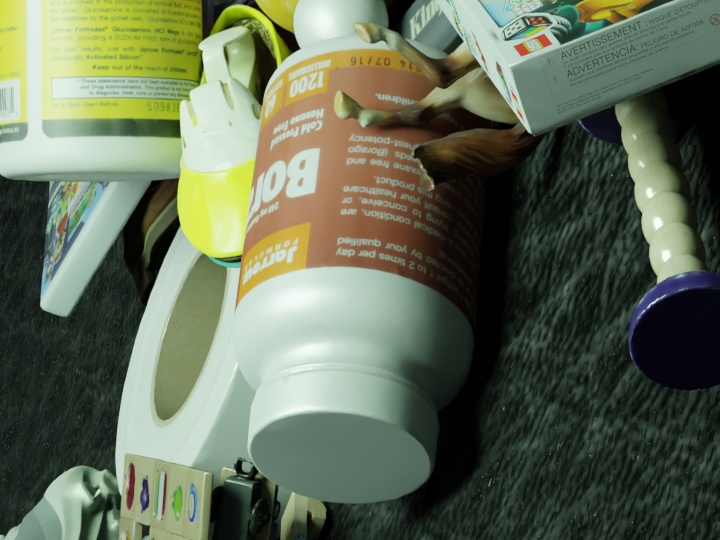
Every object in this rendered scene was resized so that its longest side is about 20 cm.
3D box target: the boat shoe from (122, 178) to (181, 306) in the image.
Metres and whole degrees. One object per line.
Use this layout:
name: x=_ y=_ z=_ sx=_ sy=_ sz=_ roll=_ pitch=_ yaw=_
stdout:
boat shoe: x=-0.107 y=-0.043 z=1.648 sx=0.068 sy=0.072 sz=0.200 roll=68 pitch=155 yaw=14

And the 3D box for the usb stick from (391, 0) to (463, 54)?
usb stick: x=0.050 y=-0.131 z=1.418 sx=0.200 sy=0.032 sz=0.056 roll=-47 pitch=29 yaw=49

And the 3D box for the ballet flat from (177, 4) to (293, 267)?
ballet flat: x=-0.065 y=-0.076 z=1.439 sx=0.200 sy=0.066 sz=0.067 roll=-85 pitch=-23 yaw=-60

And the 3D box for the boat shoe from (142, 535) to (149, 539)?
boat shoe: x=-0.134 y=0.229 z=1.534 sx=0.074 sy=0.064 sz=0.203 roll=-42 pitch=32 yaw=54

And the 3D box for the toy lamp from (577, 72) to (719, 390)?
toy lamp: x=0.115 y=-0.038 z=1.111 sx=0.058 sy=0.058 sz=0.201 roll=-58 pitch=22 yaw=34

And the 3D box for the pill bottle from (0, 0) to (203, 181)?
pill bottle: x=-0.139 y=-0.149 z=1.502 sx=0.112 sy=0.112 sz=0.201 roll=177 pitch=92 yaw=-70

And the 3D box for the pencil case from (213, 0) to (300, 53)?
pencil case: x=-0.075 y=-0.112 z=1.672 sx=0.200 sy=0.083 sz=0.091 roll=173 pitch=96 yaw=-70

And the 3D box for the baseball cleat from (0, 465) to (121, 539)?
baseball cleat: x=-0.176 y=0.183 z=1.531 sx=0.106 sy=0.070 sz=0.200 roll=-43 pitch=8 yaw=22

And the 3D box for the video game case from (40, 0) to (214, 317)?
video game case: x=-0.135 y=-0.100 z=1.664 sx=0.200 sy=0.023 sz=0.183 roll=-55 pitch=24 yaw=35

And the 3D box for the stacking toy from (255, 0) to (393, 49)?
stacking toy: x=-0.017 y=-0.171 z=1.499 sx=0.146 sy=0.145 sz=0.200 roll=-59 pitch=30 yaw=31

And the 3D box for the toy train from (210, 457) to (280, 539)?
toy train: x=-0.064 y=0.187 z=1.372 sx=0.046 sy=0.034 sz=0.201 roll=-17 pitch=-63 yaw=-68

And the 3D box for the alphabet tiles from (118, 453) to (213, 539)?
alphabet tiles: x=-0.103 y=0.195 z=1.402 sx=0.167 sy=0.008 sz=0.201 roll=179 pitch=95 yaw=-72

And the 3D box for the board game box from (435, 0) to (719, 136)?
board game box: x=0.099 y=-0.124 z=1.154 sx=0.200 sy=0.126 sz=0.035 roll=-117 pitch=6 yaw=-64

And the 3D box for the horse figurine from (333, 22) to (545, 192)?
horse figurine: x=0.058 y=-0.126 z=1.288 sx=0.050 sy=0.132 sz=0.201 roll=147 pitch=127 yaw=-70

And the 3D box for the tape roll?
tape roll: x=-0.060 y=0.041 z=1.503 sx=0.203 sy=0.070 sz=0.203 roll=-90 pitch=26 yaw=-45

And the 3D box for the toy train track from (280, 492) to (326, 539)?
toy train track: x=-0.021 y=0.173 z=1.337 sx=0.200 sy=0.032 sz=0.115 roll=-92 pitch=20 yaw=-58

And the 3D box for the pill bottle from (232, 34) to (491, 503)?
pill bottle: x=0.000 y=0.000 z=1.308 sx=0.112 sy=0.112 sz=0.201 roll=-47 pitch=30 yaw=50
